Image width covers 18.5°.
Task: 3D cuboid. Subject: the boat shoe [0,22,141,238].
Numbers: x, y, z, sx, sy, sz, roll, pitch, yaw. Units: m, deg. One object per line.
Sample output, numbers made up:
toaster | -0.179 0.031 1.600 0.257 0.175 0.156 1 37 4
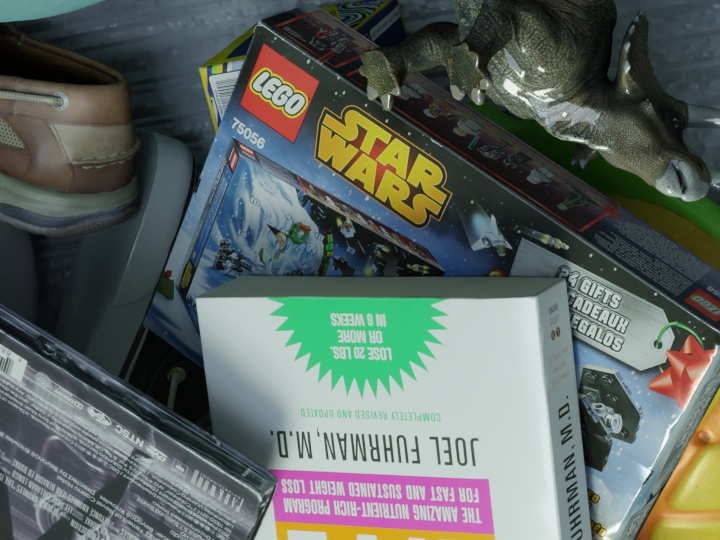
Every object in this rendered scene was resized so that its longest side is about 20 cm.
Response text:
boat shoe | -0.168 -0.083 0.879 0.199 0.076 0.072 24 119 18

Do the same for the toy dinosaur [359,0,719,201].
toy dinosaur | 0.052 -0.107 0.739 0.077 0.102 0.201 -21 86 54

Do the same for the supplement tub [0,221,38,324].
supplement tub | -0.250 0.019 0.916 0.198 0.145 0.146 10 113 14

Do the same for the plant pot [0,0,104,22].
plant pot | -0.137 -0.177 0.779 0.198 0.188 0.202 6 112 16

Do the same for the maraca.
maraca | 0.101 0.018 0.825 0.137 0.107 0.201 -26 93 39

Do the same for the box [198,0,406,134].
box | 0.000 0.000 0.869 0.064 0.070 0.201 -7 108 21

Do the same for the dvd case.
dvd case | -0.120 0.105 0.814 0.148 0.016 0.201 31 130 9

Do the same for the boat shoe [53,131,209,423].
boat shoe | -0.093 0.040 0.924 0.063 0.071 0.201 11 109 -22

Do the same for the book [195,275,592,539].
book | 0.019 0.102 0.769 0.133 0.048 0.202 0 103 32

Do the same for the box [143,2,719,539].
box | 0.027 0.015 0.781 0.199 0.040 0.138 35 122 18
